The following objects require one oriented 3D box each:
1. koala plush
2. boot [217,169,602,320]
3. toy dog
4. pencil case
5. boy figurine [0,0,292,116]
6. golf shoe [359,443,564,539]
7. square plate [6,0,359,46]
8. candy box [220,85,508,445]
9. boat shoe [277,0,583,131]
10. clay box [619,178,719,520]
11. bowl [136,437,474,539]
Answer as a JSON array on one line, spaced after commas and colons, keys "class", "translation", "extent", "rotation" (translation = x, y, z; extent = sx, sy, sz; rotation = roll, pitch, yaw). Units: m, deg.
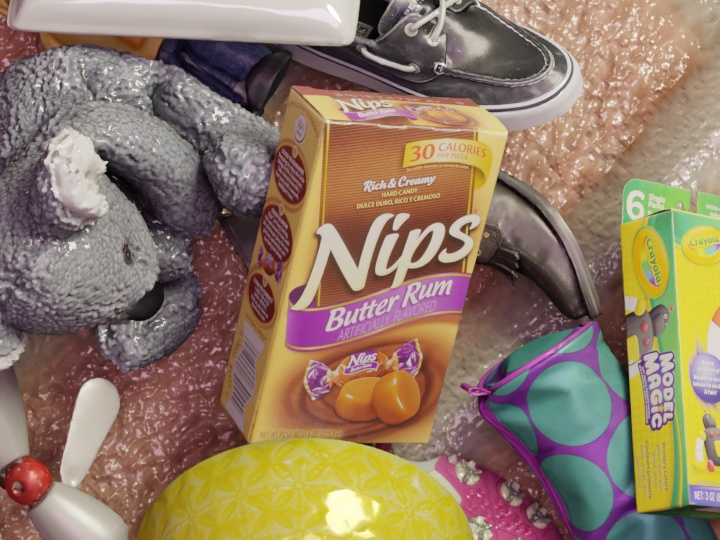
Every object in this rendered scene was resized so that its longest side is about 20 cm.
[{"class": "koala plush", "translation": [-0.162, -0.026, 1.296], "extent": [0.184, 0.200, 0.177], "rotation": [38, 117, -2]}, {"class": "boot", "translation": [0.028, -0.005, 1.402], "extent": [0.174, 0.069, 0.200], "rotation": [-40, 83, -1]}, {"class": "toy dog", "translation": [-0.211, 0.087, 1.377], "extent": [0.132, 0.096, 0.200], "rotation": [-16, 103, 16]}, {"class": "pencil case", "translation": [0.145, 0.132, 1.385], "extent": [0.092, 0.085, 0.200], "rotation": [-30, 96, -9]}, {"class": "boy figurine", "translation": [-0.139, -0.151, 1.386], "extent": [0.200, 0.064, 0.124], "rotation": [31, 106, -2]}, {"class": "golf shoe", "translation": [0.029, 0.154, 1.403], "extent": [0.200, 0.075, 0.092], "rotation": [24, 130, -17]}, {"class": "square plate", "translation": [-0.093, -0.218, 1.351], "extent": [0.199, 0.028, 0.198], "rotation": [3, 58, 5]}, {"class": "candy box", "translation": [0.000, 0.000, 1.312], "extent": [0.116, 0.056, 0.200], "rotation": [1, 114, -27]}, {"class": "boat shoe", "translation": [0.034, -0.141, 1.362], "extent": [0.200, 0.068, 0.072], "rotation": [22, 64, 21]}, {"class": "clay box", "translation": [0.211, 0.045, 1.373], "extent": [0.115, 0.048, 0.201], "rotation": [8, 74, -38]}, {"class": "bowl", "translation": [-0.032, 0.201, 1.322], "extent": [0.200, 0.108, 0.200], "rotation": [0, 129, 0]}]
